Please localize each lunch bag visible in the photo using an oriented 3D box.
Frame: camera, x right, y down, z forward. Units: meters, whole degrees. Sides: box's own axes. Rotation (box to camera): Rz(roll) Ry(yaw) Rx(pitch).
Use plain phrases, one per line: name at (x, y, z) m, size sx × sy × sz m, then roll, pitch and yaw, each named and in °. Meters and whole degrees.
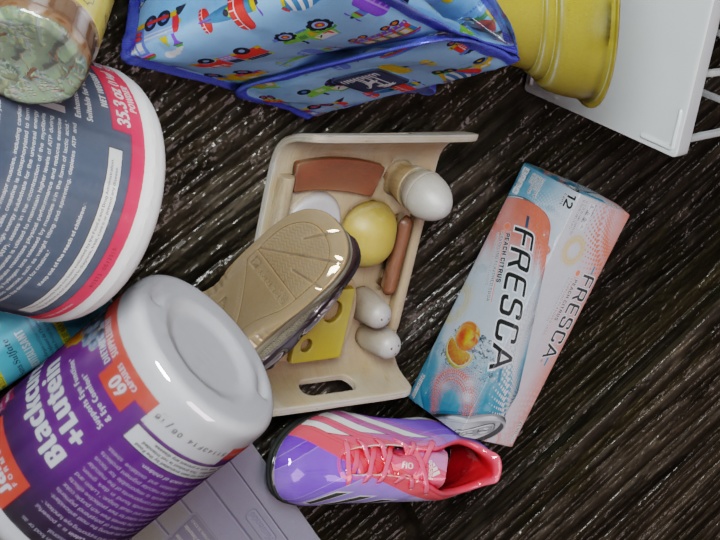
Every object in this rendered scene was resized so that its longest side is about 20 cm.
lunch bag at (-0.015, -0.145, 0.909) m, size 0.200 × 0.150 × 0.094 m, roll 24°, pitch 58°, yaw -53°

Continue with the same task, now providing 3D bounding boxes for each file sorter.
file sorter at (0.220, -0.201, 1.094) m, size 0.124 × 0.139 × 0.201 m, roll -12°, pitch 122°, yaw -40°

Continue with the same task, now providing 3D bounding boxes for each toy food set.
toy food set at (0.000, 0.000, 1.071) m, size 0.143 × 0.060 × 0.201 m, roll -5°, pitch 117°, yaw -40°

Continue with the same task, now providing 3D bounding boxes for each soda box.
soda box at (0.117, 0.026, 1.188) m, size 0.068 × 0.064 × 0.200 m, roll 17°, pitch 101°, yaw -46°

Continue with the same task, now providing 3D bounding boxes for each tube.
tube at (-0.235, 0.058, 0.911) m, size 0.200 × 0.050 × 0.078 m, roll -34°, pitch 135°, yaw -16°

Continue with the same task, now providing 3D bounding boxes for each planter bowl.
planter bowl at (0.092, -0.194, 0.981) m, size 0.083 × 0.201 × 0.201 m, roll -8°, pitch 124°, yaw -4°

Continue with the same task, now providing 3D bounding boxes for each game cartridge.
game cartridge at (-0.102, 0.195, 1.117) m, size 0.130 × 0.038 × 0.200 m, roll -40°, pitch 134°, yaw -12°

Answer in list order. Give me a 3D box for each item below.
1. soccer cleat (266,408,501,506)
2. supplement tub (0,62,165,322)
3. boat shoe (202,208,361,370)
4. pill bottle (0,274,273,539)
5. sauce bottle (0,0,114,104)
soccer cleat at (0.018, 0.136, 1.142) m, size 0.200 × 0.073 × 0.068 m, roll 5°, pitch 92°, yaw -48°
supplement tub at (-0.210, -0.058, 0.793) m, size 0.200 × 0.140 × 0.141 m, roll 16°, pitch 103°, yaw -46°
boat shoe at (-0.079, 0.040, 0.996) m, size 0.200 × 0.072 × 0.065 m, roll -40°, pitch 154°, yaw 9°
pill bottle at (-0.156, 0.103, 0.922) m, size 0.200 × 0.112 × 0.111 m, roll -39°, pitch 140°, yaw 20°
sauce bottle at (-0.140, -0.172, 0.775) m, size 0.065 × 0.065 × 0.200 m, roll 55°, pitch 32°, yaw -45°
